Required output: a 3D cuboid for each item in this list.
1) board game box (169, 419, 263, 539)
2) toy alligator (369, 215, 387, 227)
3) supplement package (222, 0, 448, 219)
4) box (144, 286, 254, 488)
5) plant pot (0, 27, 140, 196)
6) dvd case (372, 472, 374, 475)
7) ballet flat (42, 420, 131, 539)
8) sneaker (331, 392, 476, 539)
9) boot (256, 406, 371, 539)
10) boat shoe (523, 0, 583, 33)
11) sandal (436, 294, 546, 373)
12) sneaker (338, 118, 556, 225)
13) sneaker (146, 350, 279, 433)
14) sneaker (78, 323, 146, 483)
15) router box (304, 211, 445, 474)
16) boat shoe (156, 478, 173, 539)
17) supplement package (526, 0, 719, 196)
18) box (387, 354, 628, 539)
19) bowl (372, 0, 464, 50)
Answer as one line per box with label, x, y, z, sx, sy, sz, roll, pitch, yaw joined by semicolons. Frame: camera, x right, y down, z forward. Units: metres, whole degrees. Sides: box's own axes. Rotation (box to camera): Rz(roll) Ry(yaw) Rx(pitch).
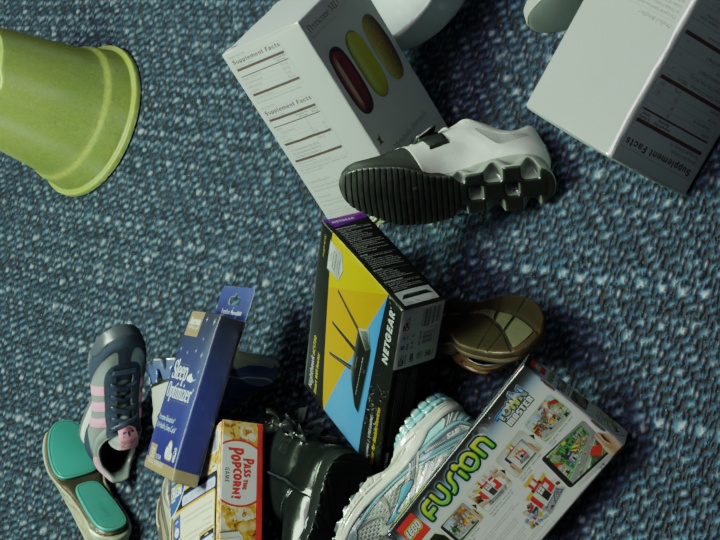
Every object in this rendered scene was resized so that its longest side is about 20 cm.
board game box;-0.144;0.263;1.669;0.151;0.046;0.201;142;132;-58
toy alligator;0.000;0.000;1.679;0.054;0.059;0.201;-65;-5;-57
supplement package;-0.020;-0.168;1.659;0.109;0.201;0.114;-15;26;42
box;-0.161;0.109;1.696;0.121;0.032;0.201;1;73;70
plant pot;-0.406;-0.213;2.114;0.200;0.184;0.202;-20;61;41
dvd case;-0.021;0.293;1.638;0.200;0.022;0.146;-49;46;24
ballet flat;-0.316;0.254;1.939;0.200;0.067;0.063;-124;36;-45
sneaker;0.048;0.212;1.542;0.086;0.078;0.201;30;88;31
boot;-0.066;0.236;1.637;0.162;0.073;0.200;17;93;59
boat shoe;0.228;-0.295;1.564;0.200;0.071;0.064;-36;52;22
sandal;0.108;0.066;1.555;0.082;0.055;0.200;-39;17;-27
sneaker;0.078;-0.098;1.593;0.074;0.199;0.089;89;178;-47
sneaker;-0.160;0.148;1.808;0.199;0.080;0.116;-15;69;50
sneaker;-0.261;0.149;1.880;0.082;0.070;0.201;56;147;38
router box;0.009;0.069;1.597;0.149;0.051;0.201;48;142;42
boat shoe;-0.172;0.305;1.771;0.073;0.074;0.201;135;133;-61
supplement package;0.256;-0.187;1.452;0.117;0.117;0.201;39;104;46
box;0.126;0.182;1.467;0.110;0.035;0.200;39;109;3
bowl;0.050;-0.302;1.734;0.200;0.090;0.202;-20;61;41
